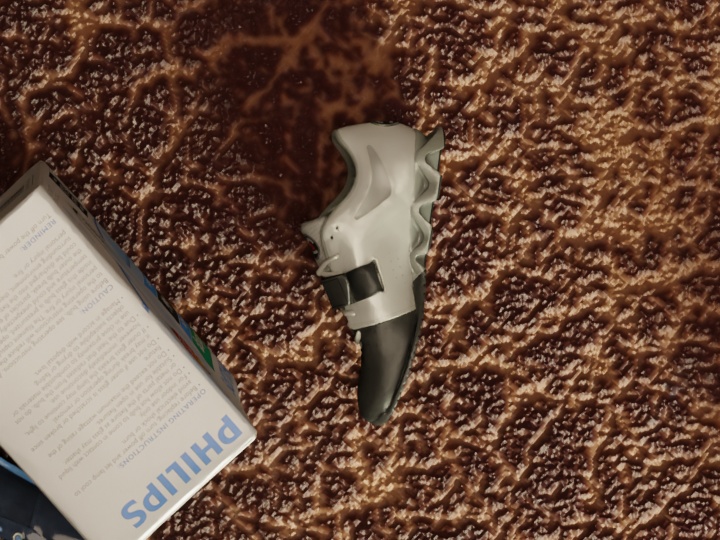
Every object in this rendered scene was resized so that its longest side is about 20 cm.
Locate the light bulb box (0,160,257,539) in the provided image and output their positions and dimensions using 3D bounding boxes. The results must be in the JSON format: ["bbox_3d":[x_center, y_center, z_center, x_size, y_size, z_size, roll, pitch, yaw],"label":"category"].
[{"bbox_3d":[-0.178,0.052,1.440,0.125,0.198,0.200,-41,101,-1],"label":"light bulb box"}]

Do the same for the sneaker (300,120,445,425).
[{"bbox_3d":[0.000,0.000,1.529,0.088,0.074,0.201,7,85,-9],"label":"sneaker"}]

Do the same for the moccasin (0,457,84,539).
[{"bbox_3d":[-0.220,0.174,1.509,0.199,0.081,0.068,31,75,6],"label":"moccasin"}]
